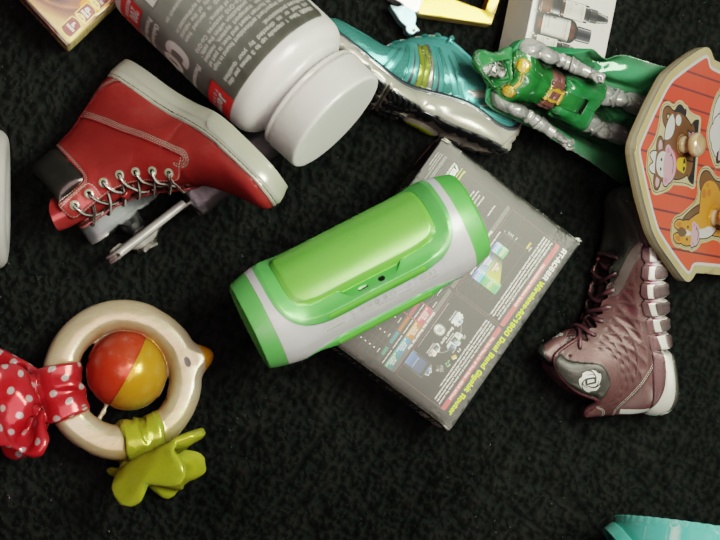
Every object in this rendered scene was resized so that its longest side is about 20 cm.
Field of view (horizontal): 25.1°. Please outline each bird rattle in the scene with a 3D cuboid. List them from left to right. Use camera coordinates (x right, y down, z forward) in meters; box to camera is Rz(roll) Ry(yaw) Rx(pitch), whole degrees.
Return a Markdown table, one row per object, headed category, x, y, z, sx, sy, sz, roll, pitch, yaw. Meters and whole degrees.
| category | x | y | z | sx | sy | sz | roll | pitch | yaw |
| --- | --- | --- | --- | --- | --- | --- | --- | --- | --- |
| bird rattle | -0.208 | 0.102 | 1.320 | 0.199 | 0.113 | 0.164 | 27 | 74 | 4 |

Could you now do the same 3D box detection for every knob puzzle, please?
| category | x | y | z | sx | sy | sz | roll | pitch | yaw |
| --- | --- | --- | --- | --- | --- | --- | --- | --- | --- |
| knob puzzle | 0.287 | -0.089 | 1.360 | 0.219 | 0.030 | 0.221 | -6 | 98 | -48 |

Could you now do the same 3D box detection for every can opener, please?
| category | x | y | z | sx | sy | sz | roll | pitch | yaw |
| --- | --- | --- | --- | --- | --- | --- | --- | --- | --- |
| can opener | -0.140 | -0.079 | 1.333 | 0.200 | 0.053 | 0.067 | -40 | 97 | -9 |

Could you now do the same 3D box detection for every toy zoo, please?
| category | x | y | z | sx | sy | sz | roll | pitch | yaw |
| --- | --- | --- | --- | --- | --- | --- | --- | --- | --- |
| toy zoo | 0.071 | -0.296 | 1.385 | 0.130 | 0.020 | 0.201 | 18 | 87 | -10 |

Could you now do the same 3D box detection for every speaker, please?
| category | x | y | z | sx | sy | sz | roll | pitch | yaw |
| --- | --- | --- | --- | --- | --- | --- | --- | --- | --- |
| speaker | 0.000 | 0.000 | 1.280 | 0.199 | 0.088 | 0.089 | -27 | 95 | -8 |

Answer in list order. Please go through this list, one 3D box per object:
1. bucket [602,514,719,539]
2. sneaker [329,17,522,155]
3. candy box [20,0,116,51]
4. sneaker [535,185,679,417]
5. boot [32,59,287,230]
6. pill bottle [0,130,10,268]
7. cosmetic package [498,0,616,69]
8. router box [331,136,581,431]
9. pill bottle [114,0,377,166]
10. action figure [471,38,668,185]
| category | x | y | z | sx | sy | sz | roll | pitch | yaw |
| --- | --- | --- | --- | --- | --- | --- | --- | --- | --- |
| bucket | 0.286 | 0.283 | 1.340 | 0.206 | 0.207 | 0.136 | 12 | 79 | -10 |
| sneaker | 0.049 | -0.165 | 1.364 | 0.199 | 0.077 | 0.080 | 23 | 77 | -19 |
| candy box | -0.207 | -0.290 | 1.318 | 0.200 | 0.055 | 0.115 | -45 | 99 | -6 |
| sneaker | 0.202 | 0.034 | 1.385 | 0.115 | 0.076 | 0.202 | -10 | 93 | -7 |
| boot | -0.164 | -0.067 | 1.277 | 0.199 | 0.073 | 0.145 | 31 | 74 | 30 |
| pill bottle | -0.376 | -0.056 | 1.261 | 0.198 | 0.112 | 0.113 | 0 | 90 | -10 |
| cosmetic package | 0.182 | -0.272 | 1.380 | 0.082 | 0.051 | 0.201 | 11 | 90 | -25 |
| router box | 0.067 | 0.011 | 1.365 | 0.150 | 0.062 | 0.200 | 37 | 84 | -7 |
| pill bottle | -0.090 | -0.184 | 1.282 | 0.114 | 0.114 | 0.200 | -44 | 80 | -7 |
| action figure | 0.176 | -0.144 | 1.349 | 0.199 | 0.055 | 0.119 | 17 | 112 | -24 |
